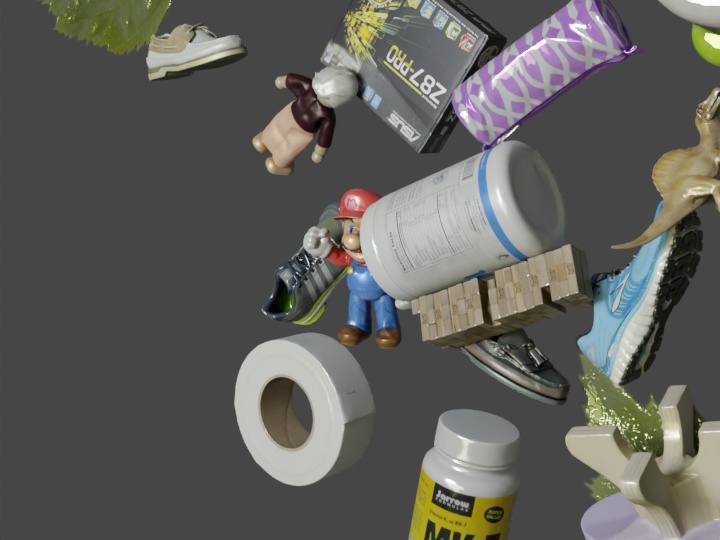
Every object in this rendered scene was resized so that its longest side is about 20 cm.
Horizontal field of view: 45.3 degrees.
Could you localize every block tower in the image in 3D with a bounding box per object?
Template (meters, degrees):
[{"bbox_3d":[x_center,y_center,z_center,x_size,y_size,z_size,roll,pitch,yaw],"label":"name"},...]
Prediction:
[{"bbox_3d":[0.152,0.034,0.927,0.200,0.054,0.058,-20,64,36],"label":"block tower"}]

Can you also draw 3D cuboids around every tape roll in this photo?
[{"bbox_3d":[-0.079,0.188,1.183,0.202,0.071,0.203,5,98,38],"label":"tape roll"}]

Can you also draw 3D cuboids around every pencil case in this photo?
[{"bbox_3d":[0.188,-0.207,0.910,0.200,0.084,0.086,-35,65,35],"label":"pencil case"}]

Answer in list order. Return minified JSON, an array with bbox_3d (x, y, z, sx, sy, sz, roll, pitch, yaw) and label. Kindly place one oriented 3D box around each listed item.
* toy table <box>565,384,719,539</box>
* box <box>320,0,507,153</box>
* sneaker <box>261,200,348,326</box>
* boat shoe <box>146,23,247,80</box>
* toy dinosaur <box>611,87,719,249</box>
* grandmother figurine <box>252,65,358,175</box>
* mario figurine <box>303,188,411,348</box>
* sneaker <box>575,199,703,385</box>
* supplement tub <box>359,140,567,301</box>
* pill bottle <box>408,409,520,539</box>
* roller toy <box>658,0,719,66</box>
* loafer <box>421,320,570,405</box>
[{"bbox_3d":[0.296,0.203,0.830,0.200,0.184,0.117,-15,102,27],"label":"toy table"},{"bbox_3d":[0.057,-0.263,1.031,0.200,0.049,0.161,48,125,25],"label":"box"},{"bbox_3d":[-0.064,-0.003,1.139,0.074,0.081,0.200,41,118,27],"label":"sneaker"},{"bbox_3d":[-0.245,-0.322,1.247,0.200,0.075,0.068,-1,101,39],"label":"boat shoe"},{"bbox_3d":[0.321,-0.076,0.814,0.101,0.058,0.200,24,73,30],"label":"toy dinosaur"},{"bbox_3d":[-0.070,-0.200,1.108,0.121,0.061,0.200,54,141,-4],"label":"grandmother figurine"},{"bbox_3d":[0.000,0.000,1.060,0.106,0.123,0.200,-138,41,-70],"label":"mario figurine"},{"bbox_3d":[0.273,0.015,0.878,0.090,0.078,0.200,34,114,36],"label":"sneaker"},{"bbox_3d":[0.113,-0.051,0.961,0.200,0.132,0.132,-22,82,39],"label":"supplement tub"},{"bbox_3d":[0.121,0.272,1.006,0.114,0.114,0.200,18,107,36],"label":"pill bottle"},{"bbox_3d":[0.338,-0.298,0.744,0.182,0.140,0.200,-30,77,37],"label":"roller toy"},{"bbox_3d":[0.156,0.081,0.985,0.200,0.072,0.063,31,108,34],"label":"loafer"}]
